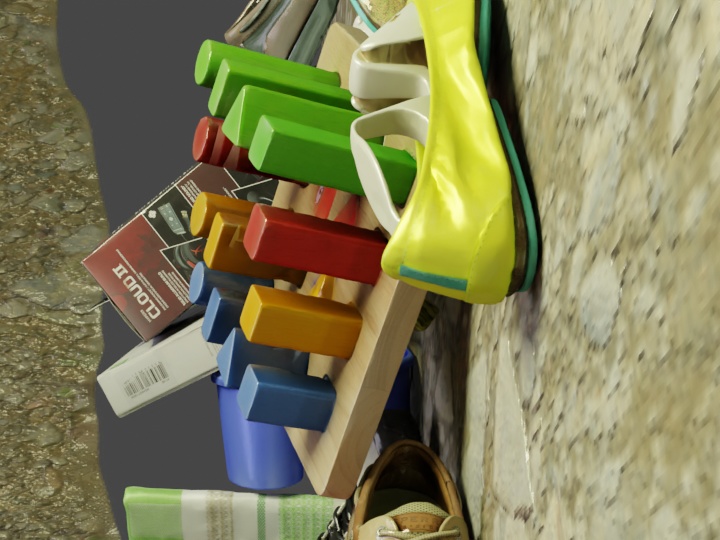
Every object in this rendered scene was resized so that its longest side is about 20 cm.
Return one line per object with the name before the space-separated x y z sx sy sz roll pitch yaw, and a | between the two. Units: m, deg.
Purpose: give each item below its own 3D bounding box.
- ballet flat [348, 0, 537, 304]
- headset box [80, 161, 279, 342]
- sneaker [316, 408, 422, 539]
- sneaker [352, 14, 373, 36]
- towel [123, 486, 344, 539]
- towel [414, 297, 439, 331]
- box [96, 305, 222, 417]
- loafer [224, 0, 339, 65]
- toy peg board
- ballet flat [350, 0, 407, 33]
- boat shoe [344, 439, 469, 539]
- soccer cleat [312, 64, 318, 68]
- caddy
ballet flat | 0.028 -0.067 0.601 0.067 0.066 0.201 92 176 -46
headset box | -0.112 -0.032 1.043 0.075 0.199 0.149 50 179 -6
sneaker | 0.004 0.176 0.917 0.074 0.079 0.202 -96 8 -60
sneaker | -0.001 -0.124 0.939 0.073 0.084 0.203 -156 67 -88
towel | -0.060 0.209 1.006 0.031 0.197 0.151 -82 -5 -60
towel | 0.000 0.000 0.939 0.086 0.018 0.200 50 173 -5
box | -0.090 0.034 1.051 0.037 0.143 0.200 62 -163 -7
loafer | -0.026 -0.221 0.953 0.072 0.062 0.202 -85 20 -74
toy peg board | -0.046 -0.021 0.780 0.200 0.097 0.201 -125 51 -60
ballet flat | 0.020 -0.203 0.821 0.201 0.070 0.071 -98 8 -50
boat shoe | 0.021 0.148 0.698 0.200 0.075 0.075 -102 15 -68
soccer cleat | -0.011 -0.119 1.077 0.200 0.083 0.066 116 154 -81
caddy | -0.033 0.083 1.027 0.200 0.140 0.106 -130 35 -84
